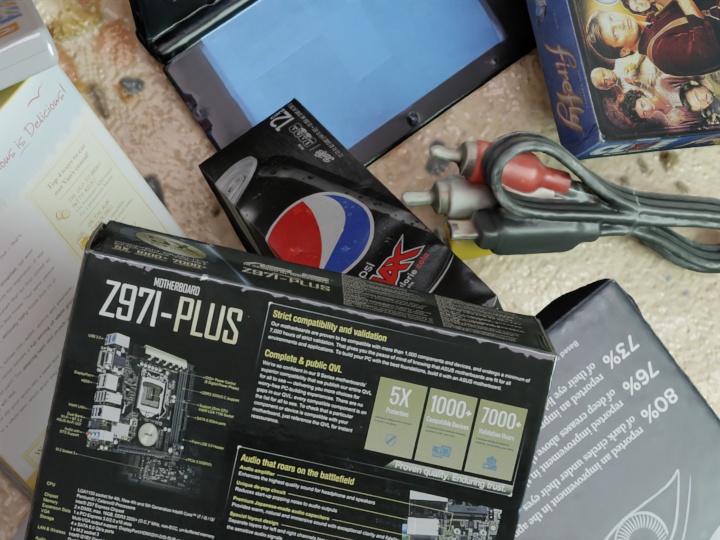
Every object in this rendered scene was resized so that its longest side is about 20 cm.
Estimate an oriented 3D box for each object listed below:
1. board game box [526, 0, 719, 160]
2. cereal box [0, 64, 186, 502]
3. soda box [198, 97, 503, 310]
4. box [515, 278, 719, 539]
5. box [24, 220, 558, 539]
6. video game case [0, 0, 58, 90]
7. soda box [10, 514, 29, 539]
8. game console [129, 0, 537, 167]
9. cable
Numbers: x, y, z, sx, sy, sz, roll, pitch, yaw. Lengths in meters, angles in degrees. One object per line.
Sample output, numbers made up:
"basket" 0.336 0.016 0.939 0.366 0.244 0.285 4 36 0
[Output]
"board game box" 0.147 -0.164 1.208 0.135 0.035 0.202 -8 81 -34
"cereal box" -0.154 0.008 1.063 0.144 0.039 0.200 -50 135 -17
"soda box" 0.000 0.000 1.078 0.063 0.200 0.071 -36 133 -8
"box" 0.115 0.129 1.104 0.148 0.104 0.201 -36 91 -14
"box" -0.034 0.083 0.944 0.198 0.086 0.165 12 99 -3
"video game case" -0.239 -0.096 1.039 0.181 0.200 0.022 -25 116 -6
"soda box" -0.118 0.134 1.081 0.063 0.068 0.201 25 72 36
"game console" -0.009 -0.157 1.154 0.199 0.173 0.119 -36 62 -17
"cable" 0.123 -0.040 1.178 0.198 0.098 0.051 -2 45 -19
